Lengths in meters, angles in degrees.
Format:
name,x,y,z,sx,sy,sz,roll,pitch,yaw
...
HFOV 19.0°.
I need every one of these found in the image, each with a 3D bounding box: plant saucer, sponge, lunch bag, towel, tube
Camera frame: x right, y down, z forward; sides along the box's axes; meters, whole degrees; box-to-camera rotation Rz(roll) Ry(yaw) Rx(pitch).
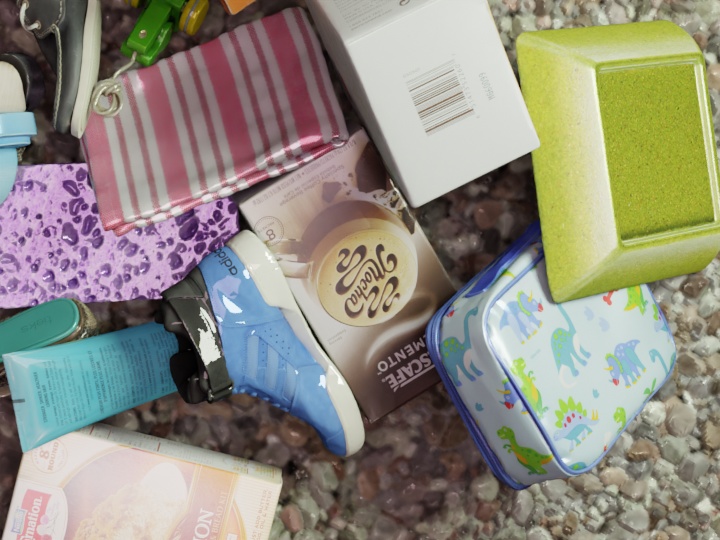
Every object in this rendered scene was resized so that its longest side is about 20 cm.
name,x,y,z,sx,sy,sz,roll,pitch,yaw
plant saucer,0.209,-0.089,1.621,0.200,0.048,0.201,-11,94,-46
sponge,-0.193,-0.031,1.675,0.199,0.030,0.112,-3,94,-3
lunch bag,0.145,0.054,1.623,0.200,0.082,0.161,-43,107,-44
towel,-0.116,-0.116,1.625,0.199,0.030,0.147,-22,52,2
tube,-0.171,0.073,1.638,0.199,0.050,0.078,-17,102,-24

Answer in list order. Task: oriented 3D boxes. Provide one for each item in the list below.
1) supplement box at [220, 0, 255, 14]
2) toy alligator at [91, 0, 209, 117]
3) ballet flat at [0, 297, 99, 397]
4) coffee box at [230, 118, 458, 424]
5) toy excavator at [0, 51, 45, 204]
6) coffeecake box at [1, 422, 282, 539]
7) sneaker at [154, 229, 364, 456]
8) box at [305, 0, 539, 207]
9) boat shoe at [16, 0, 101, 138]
name,x,y,z,sx,sy,sz,roll,pitch,yaw
supplement box,-0.115,-0.274,1.583,0.066,0.200,0.069,-32,134,-2
toy alligator,-0.152,-0.195,1.641,0.059,0.054,0.201,27,75,4
ballet flat,-0.296,0.076,1.658,0.199,0.075,0.068,-15,54,-1
coffee box,0.000,0.000,1.650,0.113,0.080,0.200,-32,103,-2
toy excavator,-0.328,-0.055,1.622,0.194,0.100,0.201,-8,90,24
coffeecake box,-0.175,0.209,1.671,0.199,0.073,0.154,14,94,-3
sneaker,-0.082,0.079,1.617,0.111,0.077,0.200,-34,118,-12
box,0.032,-0.171,1.570,0.106,0.200,0.153,-26,127,-1
boat shoe,-0.228,-0.195,1.629,0.067,0.072,0.201,-1,75,-5
